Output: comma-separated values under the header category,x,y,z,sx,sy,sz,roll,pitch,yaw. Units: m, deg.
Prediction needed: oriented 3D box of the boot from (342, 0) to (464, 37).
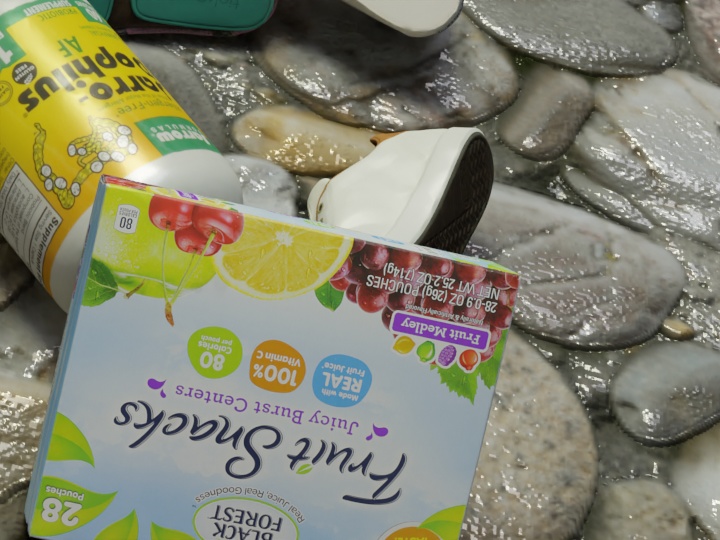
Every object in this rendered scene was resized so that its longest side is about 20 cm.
category,x,y,z,sx,sy,sz,roll,pitch,yaw
boot,-0.028,-0.203,1.475,0.200,0.073,0.090,39,1,-2

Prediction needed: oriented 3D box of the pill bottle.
category,x,y,z,sx,sy,sz,roll,pitch,yaw
pill bottle,-0.131,-0.043,1.268,0.113,0.113,0.200,-21,58,-36

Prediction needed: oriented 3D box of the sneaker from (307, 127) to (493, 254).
category,x,y,z,sx,sy,sz,roll,pitch,yaw
sneaker,0.000,0.000,1.329,0.085,0.073,0.200,5,43,27

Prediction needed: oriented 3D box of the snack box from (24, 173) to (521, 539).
category,x,y,z,sx,sy,sz,roll,pitch,yaw
snack box,-0.042,0.059,1.168,0.200,0.169,0.068,13,4,-10

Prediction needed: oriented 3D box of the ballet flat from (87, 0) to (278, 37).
category,x,y,z,sx,sy,sz,roll,pitch,yaw
ballet flat,-0.144,-0.171,1.431,0.200,0.069,0.071,-1,30,-28
